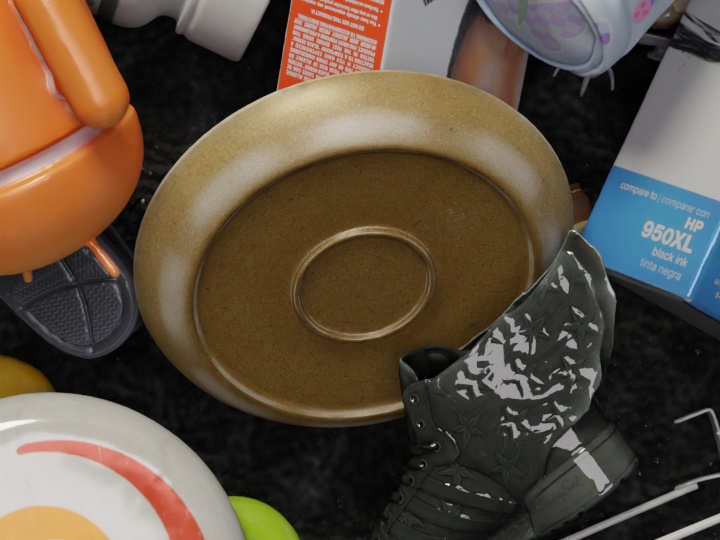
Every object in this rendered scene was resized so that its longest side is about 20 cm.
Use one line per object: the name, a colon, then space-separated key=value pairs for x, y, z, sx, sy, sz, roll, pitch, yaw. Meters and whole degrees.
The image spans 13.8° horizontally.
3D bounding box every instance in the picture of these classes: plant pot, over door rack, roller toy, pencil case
plant pot: x=0.000 y=0.000 z=1.310 sx=0.199 sy=0.028 sz=0.201 roll=-7 pitch=130 yaw=-8
over door rack: x=0.103 y=0.142 z=1.345 sx=0.199 sy=0.148 sz=0.067 roll=-34 pitch=91 yaw=-3
roller toy: x=-0.143 y=0.151 z=1.329 sx=0.199 sy=0.140 sz=0.183 roll=34 pitch=77 yaw=-2
pencil case: x=0.132 y=-0.176 z=1.296 sx=0.091 sy=0.083 sz=0.200 roll=33 pitch=69 yaw=35

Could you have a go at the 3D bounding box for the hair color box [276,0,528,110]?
hair color box: x=0.030 y=-0.144 z=1.327 sx=0.064 sy=0.111 sz=0.201 roll=23 pitch=111 yaw=36

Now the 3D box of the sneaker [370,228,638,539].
sneaker: x=0.044 y=0.078 z=1.320 sx=0.199 sy=0.060 sz=0.104 roll=-33 pitch=95 yaw=22

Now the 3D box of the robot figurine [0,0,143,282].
robot figurine: x=-0.166 y=-0.084 z=1.269 sx=0.143 sy=0.117 sz=0.201 roll=-21 pitch=105 yaw=12

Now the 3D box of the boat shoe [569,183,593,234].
boat shoe: x=0.012 y=-0.020 z=1.375 sx=0.199 sy=0.072 sz=0.068 roll=-11 pitch=85 yaw=-8

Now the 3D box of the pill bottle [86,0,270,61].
pill bottle: x=-0.123 y=-0.180 z=1.342 sx=0.199 sy=0.114 sz=0.114 roll=25 pitch=88 yaw=-5

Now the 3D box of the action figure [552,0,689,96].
action figure: x=0.131 y=-0.178 z=1.388 sx=0.129 sy=0.069 sz=0.201 roll=17 pitch=92 yaw=-11

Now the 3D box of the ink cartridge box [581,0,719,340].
ink cartridge box: x=0.206 y=-0.062 z=1.355 sx=0.144 sy=0.084 sz=0.201 roll=26 pitch=88 yaw=-39

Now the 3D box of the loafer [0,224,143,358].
loafer: x=-0.171 y=-0.044 z=1.373 sx=0.072 sy=0.063 sz=0.200 roll=-41 pitch=89 yaw=14
